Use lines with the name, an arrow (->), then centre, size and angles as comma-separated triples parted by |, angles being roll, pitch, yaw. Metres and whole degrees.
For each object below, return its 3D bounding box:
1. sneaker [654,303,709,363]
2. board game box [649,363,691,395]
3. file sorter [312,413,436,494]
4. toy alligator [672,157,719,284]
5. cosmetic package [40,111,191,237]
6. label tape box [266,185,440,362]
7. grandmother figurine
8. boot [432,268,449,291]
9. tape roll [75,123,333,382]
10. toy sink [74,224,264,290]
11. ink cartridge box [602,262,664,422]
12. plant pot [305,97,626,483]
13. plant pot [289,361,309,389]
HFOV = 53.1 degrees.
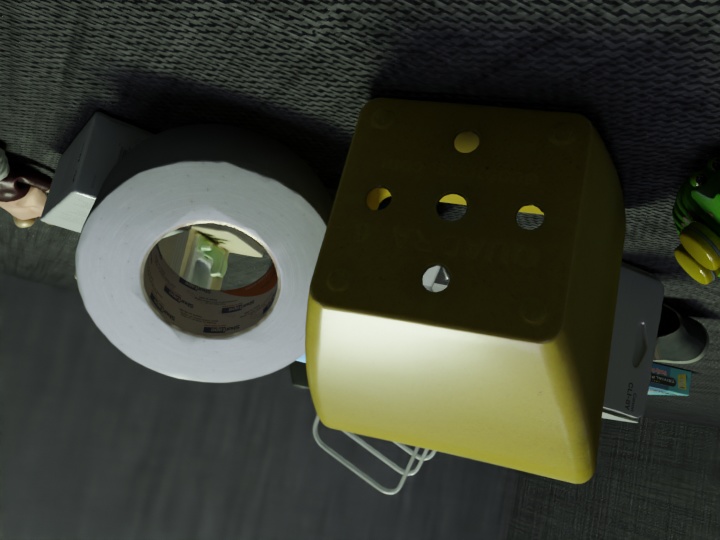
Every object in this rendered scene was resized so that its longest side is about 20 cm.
sneaker -> 0.304, 0.069, 0.874 | 0.199, 0.076, 0.106 | -8, 155, 38
board game box -> 0.511, 0.204, 1.396 | 0.149, 0.047, 0.200 | 13, 170, -7
file sorter -> 0.056, 0.157, 0.885 | 0.138, 0.125, 0.199 | 31, -155, 23
toy alligator -> 0.213, -0.040, 0.423 | 0.054, 0.059, 0.200 | 51, -174, 23
cosmetic package -> -0.225, -0.075, 0.670 | 0.101, 0.072, 0.199 | 18, 168, -29
label tape box -> -0.021, 0.031, 0.673 | 0.143, 0.201, 0.063 | 15, -150, -10
grandmother figurine -> -0.399, -0.097, 0.810 | 0.120, 0.061, 0.200 | -15, 171, -11
boot -> 0.065, -0.006, 0.764 | 0.095, 0.074, 0.200 | -21, 148, 8
tape roll -> -0.114, -0.008, 0.566 | 0.198, 0.201, 0.066 | 14, -149, -14
toy sink -> -0.246, -0.006, 0.952 | 0.198, 0.113, 0.130 | 9, 170, 13
ink cartridge box -> 0.202, 0.070, 0.758 | 0.083, 0.147, 0.200 | 18, 168, -24
plant pot -> 0.067, 0.001, 0.462 | 0.198, 0.202, 0.177 | 9, 157, 16
plant pot -> 0.001, 0.104, 1.084 | 0.198, 0.179, 0.200 | 6, 167, 28
